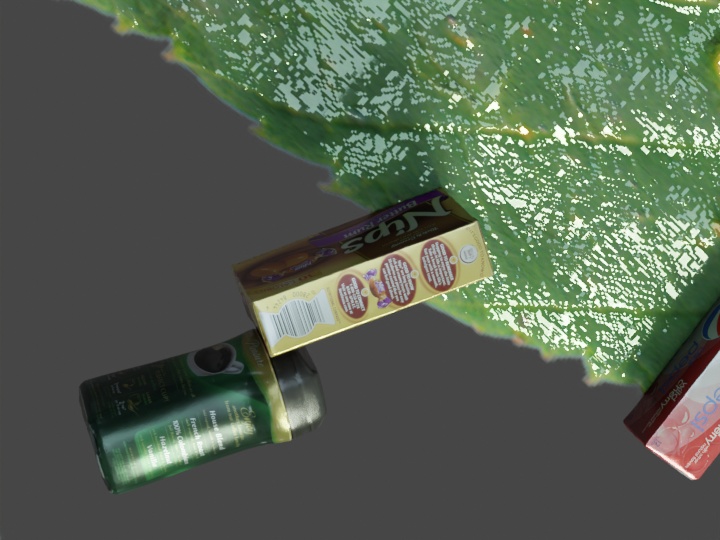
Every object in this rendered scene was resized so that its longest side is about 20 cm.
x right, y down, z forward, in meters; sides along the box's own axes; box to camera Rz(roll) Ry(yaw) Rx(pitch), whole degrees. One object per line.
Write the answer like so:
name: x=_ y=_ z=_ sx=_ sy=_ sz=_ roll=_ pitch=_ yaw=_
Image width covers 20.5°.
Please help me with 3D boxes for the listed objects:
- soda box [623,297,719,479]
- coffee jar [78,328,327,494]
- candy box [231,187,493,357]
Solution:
soda box: x=0.330 y=0.087 z=1.800 sx=0.070 sy=0.063 sz=0.200 roll=35 pitch=95 yaw=-20
coffee jar: x=-0.131 y=0.114 z=1.680 sx=0.199 sy=0.104 sz=0.086 roll=-17 pitch=118 yaw=-7
candy box: x=0.000 y=0.000 z=1.671 sx=0.199 sy=0.117 sz=0.057 roll=-21 pitch=109 yaw=-6
